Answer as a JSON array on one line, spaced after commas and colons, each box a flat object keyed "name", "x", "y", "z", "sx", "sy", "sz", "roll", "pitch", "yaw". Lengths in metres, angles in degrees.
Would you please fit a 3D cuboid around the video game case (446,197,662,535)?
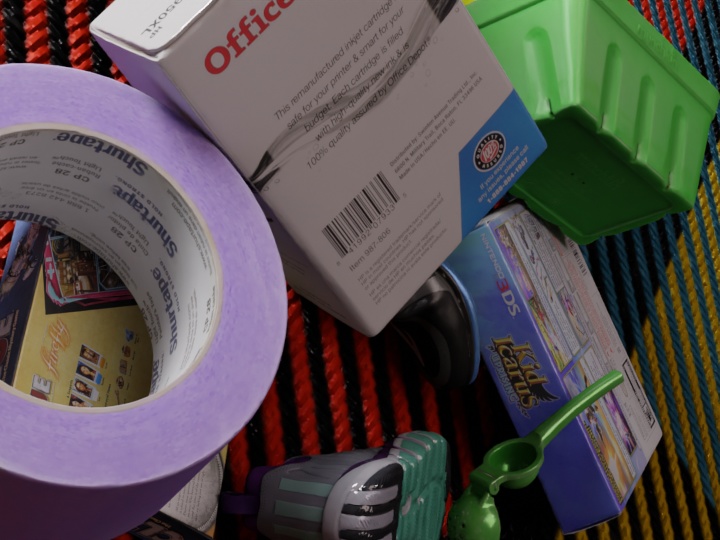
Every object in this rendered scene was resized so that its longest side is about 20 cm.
[{"name": "video game case", "x": 0.130, "y": 0.052, "z": 1.055, "sx": 0.201, "sy": 0.045, "sz": 0.181, "roll": 65, "pitch": 21, "yaw": -1}]

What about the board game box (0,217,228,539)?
[{"name": "board game box", "x": -0.119, "y": 0.024, "z": 0.805, "sx": 0.135, "sy": 0.034, "sz": 0.201, "roll": 35, "pitch": 47, "yaw": -35}]

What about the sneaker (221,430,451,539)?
[{"name": "sneaker", "x": -0.007, "y": 0.120, "z": 0.868, "sx": 0.200, "sy": 0.087, "sz": 0.075, "roll": 25, "pitch": 73, "yaw": -73}]

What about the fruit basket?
[{"name": "fruit basket", "x": 0.132, "y": -0.142, "z": 1.064, "sx": 0.215, "sy": 0.155, "sz": 0.217, "roll": 31, "pitch": 50, "yaw": -45}]

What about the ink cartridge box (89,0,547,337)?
[{"name": "ink cartridge box", "x": -0.016, "y": -0.091, "z": 0.794, "sx": 0.145, "sy": 0.084, "sz": 0.200, "roll": -46, "pitch": 127, "yaw": -13}]

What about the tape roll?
[{"name": "tape roll", "x": -0.138, "y": 0.016, "z": 0.694, "sx": 0.199, "sy": 0.085, "sz": 0.201, "roll": 15, "pitch": 55, "yaw": -23}]

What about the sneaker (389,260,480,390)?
[{"name": "sneaker", "x": 0.000, "y": 0.000, "z": 0.950, "sx": 0.083, "sy": 0.071, "sz": 0.200, "roll": -50, "pitch": 115, "yaw": -27}]

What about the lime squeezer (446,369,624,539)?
[{"name": "lime squeezer", "x": 0.092, "y": 0.135, "z": 0.929, "sx": 0.070, "sy": 0.038, "sz": 0.201, "roll": 32, "pitch": 81, "yaw": -23}]
